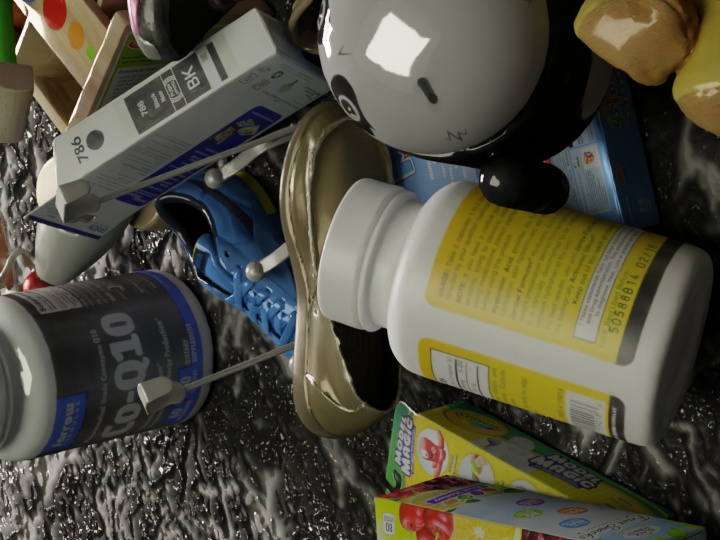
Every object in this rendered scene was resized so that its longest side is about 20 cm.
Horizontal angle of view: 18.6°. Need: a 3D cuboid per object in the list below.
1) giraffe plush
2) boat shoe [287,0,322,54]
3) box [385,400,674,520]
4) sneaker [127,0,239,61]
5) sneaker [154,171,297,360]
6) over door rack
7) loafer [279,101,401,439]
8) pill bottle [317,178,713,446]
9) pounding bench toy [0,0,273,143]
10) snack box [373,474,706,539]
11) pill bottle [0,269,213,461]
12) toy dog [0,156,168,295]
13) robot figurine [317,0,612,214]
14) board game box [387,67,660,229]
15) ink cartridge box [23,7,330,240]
[{"bbox_3d":[0.207,-0.167,1.067,0.163,0.172,0.200,-58,22,26],"label":"giraffe plush"},{"bbox_3d":[0.016,-0.165,1.276,0.072,0.065,0.200,40,161,-19],"label":"boat shoe"},{"bbox_3d":[0.090,0.160,1.317,0.199,0.048,0.118,26,117,39],"label":"box"},{"bbox_3d":[-0.065,-0.207,1.336,0.095,0.079,0.201,22,71,28],"label":"sneaker"},{"bbox_3d":[-0.065,0.014,1.436,0.200,0.078,0.066,51,129,26],"label":"sneaker"},{"bbox_3d":[-0.080,-0.003,1.363,0.148,0.199,0.067,64,151,15],"label":"over door rack"},{"bbox_3d":[0.000,0.000,1.300,0.067,0.076,0.202,1,96,51],"label":"loafer"},{"bbox_3d":[0.082,0.015,1.196,0.199,0.111,0.112,17,113,17],"label":"pill bottle"},{"bbox_3d":[-0.194,-0.164,1.448,0.156,0.199,0.125,50,131,28],"label":"pounding bench toy"},{"bbox_3d":[0.102,0.215,1.234,0.199,0.067,0.170,8,105,47],"label":"snack box"},{"bbox_3d":[-0.209,0.068,1.512,0.113,0.199,0.115,13,108,45],"label":"pill bottle"},{"bbox_3d":[-0.221,-0.036,1.566,0.199,0.132,0.097,-33,60,16],"label":"toy dog"},{"bbox_3d":[0.055,-0.114,1.128,0.150,0.200,0.125,27,99,21],"label":"robot figurine"},{"bbox_3d":[0.076,-0.079,1.289,0.199,0.036,0.152,-15,87,47],"label":"board game box"},{"bbox_3d":[-0.119,-0.090,1.396,0.199,0.099,0.039,-32,72,15],"label":"ink cartridge box"}]
